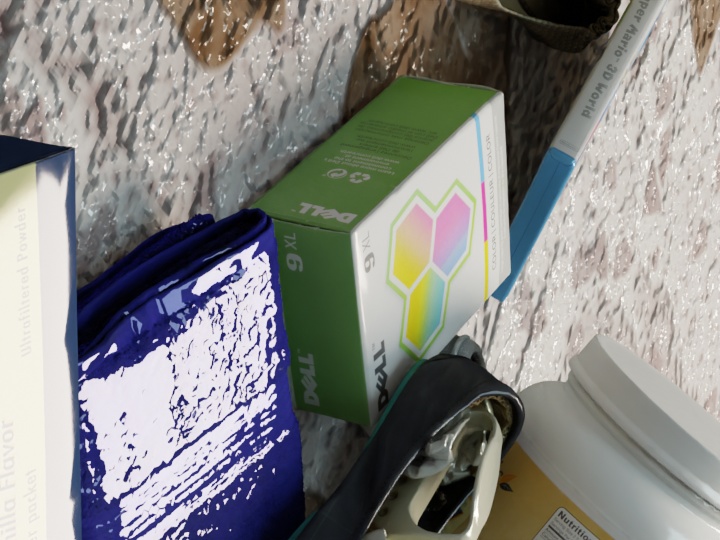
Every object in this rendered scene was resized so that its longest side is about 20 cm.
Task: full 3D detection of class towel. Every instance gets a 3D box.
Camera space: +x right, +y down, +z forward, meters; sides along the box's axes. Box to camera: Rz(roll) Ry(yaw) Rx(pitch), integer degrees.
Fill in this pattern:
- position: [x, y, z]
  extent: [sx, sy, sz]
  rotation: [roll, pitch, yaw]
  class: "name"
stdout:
- position: [-0.083, 0.088, 0.924]
  extent: [0.147, 0.049, 0.201]
  rotation: [-35, 130, -43]
  class: "towel"

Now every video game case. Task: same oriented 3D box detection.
- position: [0.128, -0.093, 1.204]
  extent: [0.201, 0.018, 0.143]
  rotation: [-60, 175, -32]
  class: "video game case"

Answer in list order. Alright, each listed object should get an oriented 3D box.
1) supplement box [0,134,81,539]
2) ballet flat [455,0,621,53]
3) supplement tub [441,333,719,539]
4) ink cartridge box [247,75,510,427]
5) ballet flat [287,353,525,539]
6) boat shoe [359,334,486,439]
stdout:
- position: [-0.202, 0.041, 0.520]
  extent: [0.200, 0.198, 0.135]
  rotation: [-28, 124, -55]
  class: "supplement box"
- position: [0.088, -0.154, 1.145]
  extent: [0.200, 0.046, 0.068]
  rotation: [25, 85, -62]
  class: "ballet flat"
- position: [0.098, 0.145, 1.078]
  extent: [0.200, 0.144, 0.144]
  rotation: [-51, 152, 9]
  class: "supplement tub"
- position: [0.000, 0.000, 1.025]
  extent: [0.200, 0.059, 0.105]
  rotation: [-44, 137, -47]
  class: "ink cartridge box"
- position: [0.012, 0.119, 0.971]
  extent: [0.200, 0.073, 0.073]
  rotation: [-54, 143, -29]
  class: "ballet flat"
- position: [0.054, 0.093, 1.151]
  extent: [0.075, 0.064, 0.203]
  rotation: [-62, 147, -29]
  class: "boat shoe"
